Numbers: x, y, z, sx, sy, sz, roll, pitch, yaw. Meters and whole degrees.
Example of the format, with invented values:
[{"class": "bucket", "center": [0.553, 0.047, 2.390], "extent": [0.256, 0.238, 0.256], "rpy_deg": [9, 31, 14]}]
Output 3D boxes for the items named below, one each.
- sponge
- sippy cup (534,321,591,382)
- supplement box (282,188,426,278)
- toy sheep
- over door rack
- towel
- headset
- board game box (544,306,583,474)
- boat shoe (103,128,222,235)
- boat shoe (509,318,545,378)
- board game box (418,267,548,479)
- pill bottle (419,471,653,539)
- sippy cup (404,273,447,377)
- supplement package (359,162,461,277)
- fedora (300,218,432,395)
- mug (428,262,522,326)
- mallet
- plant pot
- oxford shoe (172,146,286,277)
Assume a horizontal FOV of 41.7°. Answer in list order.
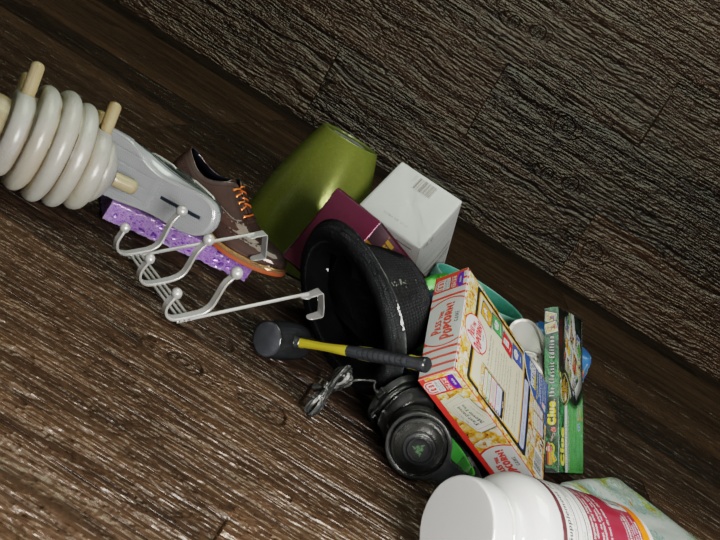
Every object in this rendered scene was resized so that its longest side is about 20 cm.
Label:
[{"class": "sponge", "center": [-0.231, -0.056, 1.191], "extent": [0.198, 0.030, 0.112], "rpy_deg": [27, 14, -28]}, {"class": "sippy cup", "center": [0.254, 0.150, 1.335], "extent": [0.138, 0.131, 0.178], "rpy_deg": [25, 13, -30]}, {"class": "supplement box", "center": [0.000, 0.000, 1.218], "extent": [0.085, 0.111, 0.200], "rpy_deg": [38, -5, 32]}, {"class": "toy sheep", "center": [-0.327, -0.134, 1.017], "extent": [0.198, 0.139, 0.138], "rpy_deg": [24, 14, -27]}, {"class": "over door rack", "center": [-0.148, -0.009, 1.026], "extent": [0.198, 0.067, 0.148], "rpy_deg": [0, 31, -39]}, {"class": "towel", "center": [0.323, 0.305, 1.091], "extent": [0.171, 0.049, 0.199], "rpy_deg": [41, 15, 34]}, {"class": "headset", "center": [0.038, 0.162, 0.947], "extent": [0.200, 0.094, 0.124], "rpy_deg": [43, 7, -26]}, {"class": "board game box", "center": [0.260, 0.155, 1.204], "extent": [0.023, 0.204, 0.104], "rpy_deg": [-4, -14, 27]}, {"class": "boat shoe", "center": [-0.252, -0.103, 1.115], "extent": [0.199, 0.073, 0.071], "rpy_deg": [35, 5, -3]}, {"class": "boat shoe", "center": [0.210, 0.133, 1.205], "extent": [0.070, 0.070, 0.202], "rpy_deg": [70, 19, -45]}, {"class": "board game box", "center": [0.139, 0.121, 1.023], "extent": [0.201, 0.046, 0.153], "rpy_deg": [53, 33, -28]}, {"class": "pill bottle", "center": [0.147, 0.232, 0.783], "extent": [0.198, 0.114, 0.113], "rpy_deg": [23, 15, -34]}, {"class": "sippy cup", "center": [0.106, 0.097, 1.173], "extent": [0.176, 0.141, 0.131], "rpy_deg": [-14, 53, -40]}, {"class": "supplement package", "center": [0.061, -0.037, 1.398], "extent": [0.113, 0.110, 0.201], "rpy_deg": [35, -31, 16]}, {"class": "fedora", "center": [0.015, 0.033, 1.048], "extent": [0.091, 0.203, 0.200], "rpy_deg": [-14, 38, -32]}, {"class": "mug", "center": [0.134, 0.073, 1.380], "extent": [0.183, 0.115, 0.152], "rpy_deg": [23, 15, -33]}, {"class": "mallet", "center": [-0.024, 0.081, 0.961], "extent": [0.198, 0.042, 0.065], "rpy_deg": [6, -3, 39]}, {"class": "plant pot", "center": [-0.062, -0.108, 1.405], "extent": [0.185, 0.202, 0.187], "rpy_deg": [30, 12, -7]}, {"class": "oxford shoe", "center": [-0.161, -0.071, 1.170], "extent": [0.199, 0.073, 0.071], "rpy_deg": [40, 15, 5]}]
